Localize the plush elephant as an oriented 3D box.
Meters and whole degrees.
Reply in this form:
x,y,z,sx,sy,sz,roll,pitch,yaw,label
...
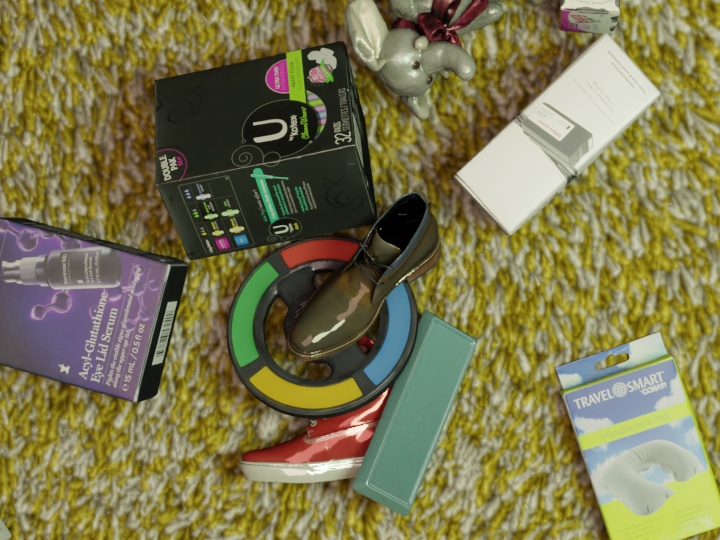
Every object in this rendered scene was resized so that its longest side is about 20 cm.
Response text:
x,y,z,sx,sy,sz,roll,pitch,yaw,label
0.068,-0.242,1.580,0.198,0.164,0.156,-2,75,33,plush elephant

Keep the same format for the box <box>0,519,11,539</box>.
x,y,z,sx,sy,sz,roll,pitch,yaw,label
-0.484,0.238,1.606,0.130,0.200,0.200,-34,87,4,box

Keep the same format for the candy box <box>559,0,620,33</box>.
x,y,z,sx,sy,sz,roll,pitch,yaw,label
0.233,-0.345,1.572,0.060,0.136,0.202,4,90,7,candy box

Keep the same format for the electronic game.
x,y,z,sx,sy,sz,roll,pitch,yaw,label
-0.039,0.055,1.610,0.198,0.042,0.202,-5,63,9,electronic game

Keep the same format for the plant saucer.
x,y,z,sx,sy,sz,roll,pitch,yaw,label
0.059,0.143,1.602,0.070,0.019,0.201,30,72,-19,plant saucer

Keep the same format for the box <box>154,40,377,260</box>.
x,y,z,sx,sy,sz,roll,pitch,yaw,label
-0.095,-0.118,1.579,0.198,0.125,0.150,-11,51,6,box

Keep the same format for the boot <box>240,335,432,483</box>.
x,y,z,sx,sy,sz,roll,pitch,yaw,label
-0.031,0.143,1.631,0.198,0.072,0.146,-8,89,-3,boot

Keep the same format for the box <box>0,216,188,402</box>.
x,y,z,sx,sy,sz,roll,pitch,yaw,label
-0.295,0.038,1.637,0.198,0.104,0.149,14,92,5,box

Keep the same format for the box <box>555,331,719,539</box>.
x,y,z,sx,sy,sz,roll,pitch,yaw,label
0.285,0.177,1.611,0.121,0.048,0.202,-19,89,5,box

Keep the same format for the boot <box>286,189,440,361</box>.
x,y,z,sx,sy,sz,roll,pitch,yaw,label
0.000,0.000,1.558,0.075,0.097,0.200,39,68,22,boot

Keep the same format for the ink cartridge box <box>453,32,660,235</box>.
x,y,z,sx,sy,sz,roll,pitch,yaw,label
0.192,-0.130,1.571,0.200,0.145,0.084,-43,87,4,ink cartridge box
